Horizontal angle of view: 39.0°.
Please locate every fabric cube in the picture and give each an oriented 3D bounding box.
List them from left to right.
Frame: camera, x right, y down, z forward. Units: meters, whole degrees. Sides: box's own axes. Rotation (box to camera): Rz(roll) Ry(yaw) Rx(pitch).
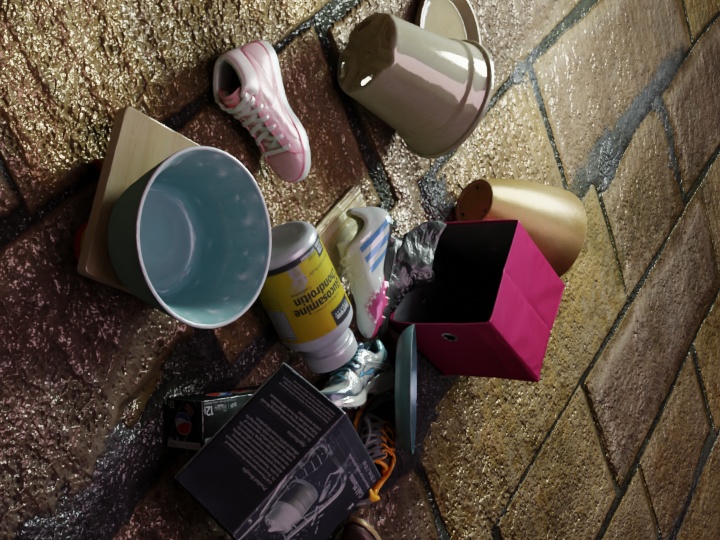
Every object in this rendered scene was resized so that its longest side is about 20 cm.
[{"bbox_3d":[0.198,0.053,1.701,0.199,0.195,0.201,47,54,-43],"label":"fabric cube"}]

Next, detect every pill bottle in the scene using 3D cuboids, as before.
[{"bbox_3d":[-0.077,0.040,1.415,0.112,0.112,0.201,-50,126,-40],"label":"pill bottle"}]

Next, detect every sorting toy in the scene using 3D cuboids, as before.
[{"bbox_3d":[-0.251,-0.063,1.228,0.198,0.069,0.201,27,69,-48],"label":"sorting toy"}]

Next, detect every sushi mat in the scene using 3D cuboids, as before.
[{"bbox_3d":[-0.040,-0.037,1.544,0.200,0.012,0.096,-51,128,-39],"label":"sushi mat"}]

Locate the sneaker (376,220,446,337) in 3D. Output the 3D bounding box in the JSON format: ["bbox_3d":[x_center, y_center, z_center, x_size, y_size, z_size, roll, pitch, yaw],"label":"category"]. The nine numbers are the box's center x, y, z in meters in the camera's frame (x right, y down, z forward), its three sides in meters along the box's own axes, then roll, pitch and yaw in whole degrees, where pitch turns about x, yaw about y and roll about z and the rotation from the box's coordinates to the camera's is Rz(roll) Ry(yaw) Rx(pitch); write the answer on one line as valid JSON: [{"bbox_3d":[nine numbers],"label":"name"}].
[{"bbox_3d":[0.074,0.013,1.617,0.104,0.060,0.201,11,75,-14],"label":"sneaker"}]

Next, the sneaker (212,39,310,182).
[{"bbox_3d":[-0.140,-0.206,1.367,0.105,0.075,0.201,-30,105,-53],"label":"sneaker"}]

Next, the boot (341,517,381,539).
[{"bbox_3d":[-0.021,0.489,1.501,0.166,0.072,0.201,-36,124,-55],"label":"boot"}]

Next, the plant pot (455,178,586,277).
[{"bbox_3d":[0.274,-0.091,1.834,0.199,0.186,0.188,21,73,-36],"label":"plant pot"}]

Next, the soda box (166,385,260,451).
[{"bbox_3d":[-0.160,0.190,1.338,0.199,0.070,0.064,0,89,-52],"label":"soda box"}]

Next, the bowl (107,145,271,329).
[{"bbox_3d":[-0.206,-0.036,1.146,0.200,0.105,0.202,0,90,-52],"label":"bowl"}]

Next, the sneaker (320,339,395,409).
[{"bbox_3d":[-0.019,0.157,1.529,0.200,0.077,0.087,-20,99,-60],"label":"sneaker"}]

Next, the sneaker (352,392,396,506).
[{"bbox_3d":[0.023,0.280,1.568,0.078,0.077,0.201,48,52,-37],"label":"sneaker"}]

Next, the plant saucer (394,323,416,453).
[{"bbox_3d":[0.071,0.184,1.585,0.200,0.027,0.202,1,90,-85],"label":"plant saucer"}]

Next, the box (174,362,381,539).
[{"bbox_3d":[-0.098,0.262,1.290,0.197,0.124,0.200,-45,146,-15],"label":"box"}]

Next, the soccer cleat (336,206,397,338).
[{"bbox_3d":[0.000,0.000,1.534,0.086,0.070,0.201,10,77,-17],"label":"soccer cleat"}]

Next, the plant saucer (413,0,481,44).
[{"bbox_3d":[0.151,-0.401,1.782,0.200,0.029,0.202,3,86,-52],"label":"plant saucer"}]

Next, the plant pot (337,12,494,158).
[{"bbox_3d":[0.072,-0.300,1.569,0.183,0.200,0.202,21,73,-39],"label":"plant pot"}]
